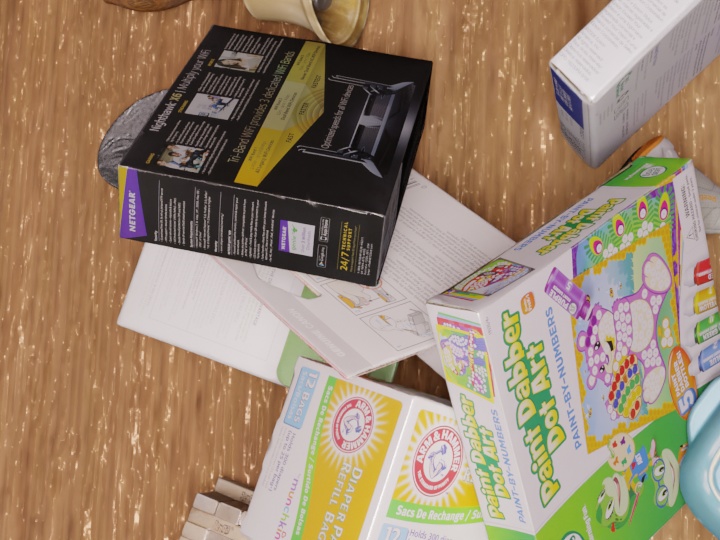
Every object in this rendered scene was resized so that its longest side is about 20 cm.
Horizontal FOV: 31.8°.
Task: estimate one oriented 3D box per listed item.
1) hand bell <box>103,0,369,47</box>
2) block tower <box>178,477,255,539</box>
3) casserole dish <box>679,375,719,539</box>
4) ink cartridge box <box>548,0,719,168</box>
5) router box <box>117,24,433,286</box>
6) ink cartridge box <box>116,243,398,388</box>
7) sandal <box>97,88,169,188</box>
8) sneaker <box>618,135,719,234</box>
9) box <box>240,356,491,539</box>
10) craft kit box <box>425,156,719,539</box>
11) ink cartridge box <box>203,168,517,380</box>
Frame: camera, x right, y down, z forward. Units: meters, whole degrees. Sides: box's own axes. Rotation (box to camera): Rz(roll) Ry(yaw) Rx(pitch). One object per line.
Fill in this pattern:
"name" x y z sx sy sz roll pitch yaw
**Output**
"hand bell" -0.103 -0.206 0.909 0.198 0.104 0.105 1 82 24
"block tower" -0.111 0.244 0.854 0.053 0.058 0.202 19 86 13
"casserole dish" 0.273 0.131 0.706 0.199 0.039 0.122 38 92 18
"ink cartridge box" 0.201 -0.158 0.766 0.200 0.196 0.043 -44 78 4
"router box" -0.046 -0.079 0.789 0.155 0.201 0.053 11 126 6
"ink cartridge box" -0.057 0.022 0.870 0.198 0.059 0.105 19 86 14
"sandal" -0.100 -0.104 0.902 0.198 0.048 0.076 -11 80 11
"sneaker" 0.170 0.018 0.816 0.092 0.076 0.201 33 96 3
"box" 0.045 0.134 0.749 0.101 0.199 0.114 14 85 47
"craft kit box" 0.137 0.064 0.723 0.048 0.197 0.202 11 125 50
"ink cartridge box" 0.000 0.000 0.771 0.200 0.175 0.045 39 136 38
